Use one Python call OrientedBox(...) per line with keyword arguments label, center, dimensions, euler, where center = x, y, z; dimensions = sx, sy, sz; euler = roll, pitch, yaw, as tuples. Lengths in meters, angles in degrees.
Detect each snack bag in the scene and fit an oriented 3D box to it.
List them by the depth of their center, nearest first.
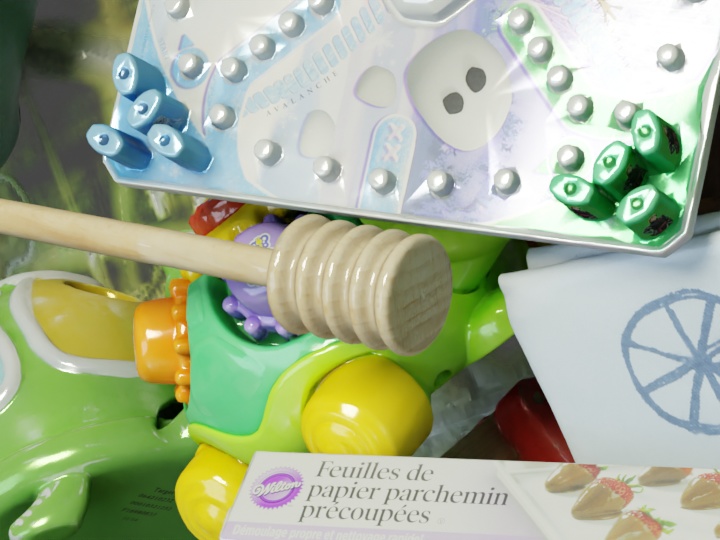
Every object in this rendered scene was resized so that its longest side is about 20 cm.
OrientedBox(label="snack bag", center=(0.157, 0.068, 0.906), dimensions=(0.188, 0.021, 0.200), euler=(-13, 109, 35))

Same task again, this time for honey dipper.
OrientedBox(label="honey dipper", center=(-0.062, -0.009, 0.952), dimensions=(0.200, 0.038, 0.038), euler=(12, 113, 35))

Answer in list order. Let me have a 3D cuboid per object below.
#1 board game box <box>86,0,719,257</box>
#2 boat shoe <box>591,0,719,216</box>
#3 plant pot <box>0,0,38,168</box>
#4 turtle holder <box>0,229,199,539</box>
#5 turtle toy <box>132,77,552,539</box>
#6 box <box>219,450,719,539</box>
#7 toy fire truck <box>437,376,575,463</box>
OrientedBox(label="board game box", center=(0.023, -0.114, 0.921), dimensions=(0.200, 0.026, 0.200), euler=(8, 80, 26))
OrientedBox(label="boat shoe", center=(0.113, -0.006, 0.950), dimensions=(0.068, 0.072, 0.200), euler=(1, 112, 40))
OrientedBox(label="plant pot", center=(-0.211, -0.124, 1.192), dimensions=(0.200, 0.200, 0.188), euler=(32, 141, 38))
OrientedBox(label="turtle holder", center=(-0.114, 0.063, 1.177), dimensions=(0.186, 0.141, 0.132), euler=(115, 142, -50))
OrientedBox(label="turtle toy", center=(0.000, 0.000, 1.002), dimensions=(0.101, 0.146, 0.200), euler=(49, 138, -8))
OrientedBox(label="box", center=(0.057, 0.084, 0.916), dimensions=(0.200, 0.039, 0.041), euler=(1, 136, 23))
OrientedBox(label="toy fire truck", center=(0.032, 0.123, 0.978), dimensions=(0.141, 0.200, 0.049), euler=(60, 145, 14))
